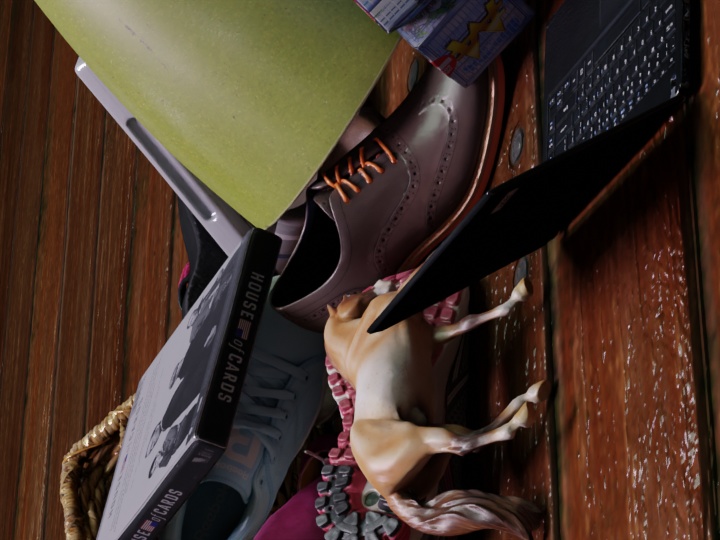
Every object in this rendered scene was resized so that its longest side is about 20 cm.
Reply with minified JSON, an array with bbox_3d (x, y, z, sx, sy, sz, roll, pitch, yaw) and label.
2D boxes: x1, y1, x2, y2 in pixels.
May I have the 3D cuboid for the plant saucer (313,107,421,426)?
[{"bbox_3d":[0.000,0.000,1.664,0.200,0.034,0.201,-169,90,-75],"label":"plant saucer"}]

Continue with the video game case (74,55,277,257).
[{"bbox_3d":[-0.110,-0.116,1.778,0.023,0.182,0.200,-29,24,23],"label":"video game case"}]

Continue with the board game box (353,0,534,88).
[{"bbox_3d":[0.004,-0.184,1.421,0.062,0.200,0.200,-46,3,7],"label":"board game box"}]

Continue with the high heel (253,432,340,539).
[{"bbox_3d":[-0.036,0.138,1.584,0.200,0.095,0.068,-119,41,-66],"label":"high heel"}]

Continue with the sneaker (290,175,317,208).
[{"bbox_3d":[-0.043,-0.113,1.792,0.074,0.115,0.201,-32,54,24],"label":"sneaker"}]

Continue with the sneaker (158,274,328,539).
[{"bbox_3d":[-0.066,0.103,1.600,0.082,0.074,0.201,-114,42,-81],"label":"sneaker"}]

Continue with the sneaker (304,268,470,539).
[{"bbox_3d":[0.023,0.085,1.463,0.080,0.075,0.201,-9,51,28],"label":"sneaker"}]

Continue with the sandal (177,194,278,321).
[{"bbox_3d":[-0.089,0.010,1.767,0.201,0.075,0.045,-100,28,-48],"label":"sandal"}]

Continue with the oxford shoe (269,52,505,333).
[{"bbox_3d":[0.016,-0.047,1.513,0.071,0.072,0.201,46,115,47],"label":"oxford shoe"}]

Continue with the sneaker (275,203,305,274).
[{"bbox_3d":[-0.082,-0.066,1.916,0.200,0.074,0.082,-105,31,-56],"label":"sneaker"}]

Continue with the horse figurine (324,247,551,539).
[{"bbox_3d":[0.035,0.062,1.377,0.132,0.050,0.201,-31,47,25],"label":"horse figurine"}]

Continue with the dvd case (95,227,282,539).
[{"bbox_3d":[-0.106,0.084,1.584,0.200,0.025,0.151,128,160,-53],"label":"dvd case"}]

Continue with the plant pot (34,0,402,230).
[{"bbox_3d":[-0.091,-0.155,1.561,0.188,0.199,0.187,-55,10,14],"label":"plant pot"}]

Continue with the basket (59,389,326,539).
[{"bbox_3d":[-0.108,0.138,1.747,0.200,0.148,0.143,-104,29,-58],"label":"basket"}]

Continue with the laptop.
[{"bbox_3d":[0.081,-0.082,1.297,0.177,0.103,0.201,131,146,-60],"label":"laptop"}]
